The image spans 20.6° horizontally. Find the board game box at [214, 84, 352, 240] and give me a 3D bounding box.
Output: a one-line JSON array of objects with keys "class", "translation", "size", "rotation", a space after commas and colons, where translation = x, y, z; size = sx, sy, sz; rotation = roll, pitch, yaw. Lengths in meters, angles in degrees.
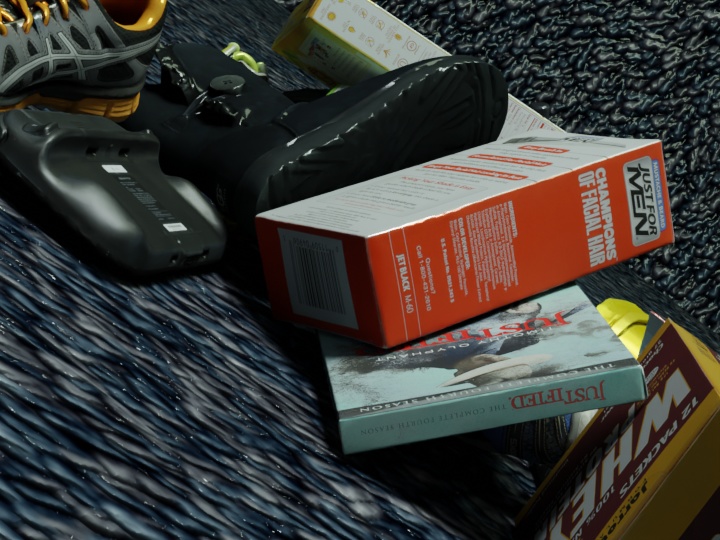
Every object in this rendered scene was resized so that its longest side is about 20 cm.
[{"class": "board game box", "translation": [-0.009, -0.060, 1.197], "size": [0.095, 0.030, 0.200], "rotation": [10, 28, 20]}]

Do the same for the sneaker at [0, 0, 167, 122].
[{"class": "sneaker", "translation": [-0.178, -0.128, 1.047], "size": [0.078, 0.077, 0.200], "rotation": [43, 24, 20]}]

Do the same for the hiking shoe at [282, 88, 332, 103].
[{"class": "hiking shoe", "translation": [0.016, -0.047, 1.354], "size": [0.199, 0.101, 0.076], "rotation": [31, -13, -6]}]

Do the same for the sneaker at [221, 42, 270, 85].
[{"class": "sneaker", "translation": [-0.093, -0.120, 1.409], "size": [0.075, 0.077, 0.200], "rotation": [32, 8, -17]}]

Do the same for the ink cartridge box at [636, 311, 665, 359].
[{"class": "ink cartridge box", "translation": [0.252, 0.125, 1.249], "size": [0.200, 0.045, 0.177], "rotation": [40, -32, 22]}]

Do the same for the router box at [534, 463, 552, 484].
[{"class": "router box", "translation": [0.195, 0.161, 1.127], "size": [0.199, 0.052, 0.157], "rotation": [36, 9, -7]}]

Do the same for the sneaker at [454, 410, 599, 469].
[{"class": "sneaker", "translation": [0.068, 0.058, 1.089], "size": [0.085, 0.078, 0.200], "rotation": [11, 3, -20]}]

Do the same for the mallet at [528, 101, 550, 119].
[{"class": "mallet", "translation": [0.128, -0.027, 1.488], "size": [0.041, 0.202, 0.066], "rotation": [-3, 10, -14]}]

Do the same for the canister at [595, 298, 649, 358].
[{"class": "canister", "translation": [0.244, 0.117, 1.461], "size": [0.200, 0.087, 0.148], "rotation": [41, 10, 17]}]

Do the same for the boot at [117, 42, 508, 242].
[{"class": "boot", "translation": [-0.036, -0.096, 1.158], "size": [0.168, 0.199, 0.077], "rotation": [34, -40, 41]}]

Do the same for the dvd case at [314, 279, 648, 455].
[{"class": "dvd case", "translation": [0.052, 0.040, 0.996], "size": [0.200, 0.145, 0.022], "rotation": [-107, -173, -74]}]

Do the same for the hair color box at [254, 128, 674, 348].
[{"class": "hair color box", "translation": [0.058, -0.021, 1.064], "size": [0.199, 0.064, 0.111], "rotation": [-20, 17, -30]}]

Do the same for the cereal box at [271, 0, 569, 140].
[{"class": "cereal box", "translation": [0.041, -0.119, 1.340], "size": [0.199, 0.040, 0.144], "rotation": [33, -9, -10]}]

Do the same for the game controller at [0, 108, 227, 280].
[{"class": "game controller", "translation": [-0.124, -0.038, 1.002], "size": [0.105, 0.042, 0.200], "rotation": [52, 10, 4]}]

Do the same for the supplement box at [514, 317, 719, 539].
[{"class": "supplement box", "translation": [0.191, 0.147, 0.910], "size": [0.200, 0.133, 0.197], "rotation": [36, 8, -3]}]
